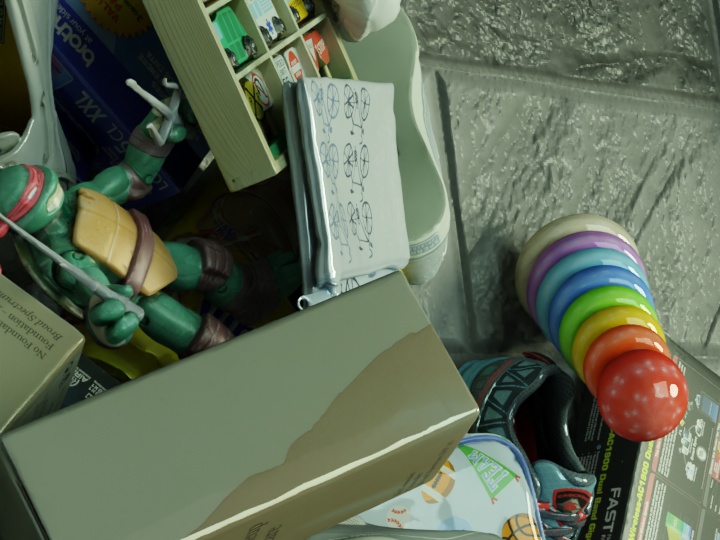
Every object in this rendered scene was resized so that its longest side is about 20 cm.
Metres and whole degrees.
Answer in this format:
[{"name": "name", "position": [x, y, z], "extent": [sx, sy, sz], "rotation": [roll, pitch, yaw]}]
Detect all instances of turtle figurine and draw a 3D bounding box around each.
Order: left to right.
[{"name": "turtle figurine", "position": [-0.108, -0.012, 0.986], "extent": [0.200, 0.100, 0.150], "rotation": [36, 51, -38]}]

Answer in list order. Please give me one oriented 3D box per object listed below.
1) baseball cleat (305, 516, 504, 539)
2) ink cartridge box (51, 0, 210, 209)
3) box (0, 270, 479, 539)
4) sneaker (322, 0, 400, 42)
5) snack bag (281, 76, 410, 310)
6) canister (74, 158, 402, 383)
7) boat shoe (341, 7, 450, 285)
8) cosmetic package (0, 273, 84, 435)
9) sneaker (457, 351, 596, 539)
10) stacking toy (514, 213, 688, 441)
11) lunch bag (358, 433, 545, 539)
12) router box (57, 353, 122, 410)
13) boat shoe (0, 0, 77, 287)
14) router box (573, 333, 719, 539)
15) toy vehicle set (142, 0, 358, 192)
[{"name": "baseball cleat", "position": [0.011, 0.149, 1.071], "extent": [0.070, 0.106, 0.200], "rotation": [-63, 151, 1]}, {"name": "ink cartridge box", "position": [-0.130, -0.125, 1.127], "extent": [0.137, 0.076, 0.200], "rotation": [49, 51, -23]}, {"name": "box", "position": [-0.058, 0.083, 0.907], "extent": [0.199, 0.095, 0.078], "rotation": [-23, 72, -22]}, {"name": "sneaker", "position": [0.016, -0.197, 1.207], "extent": [0.200, 0.099, 0.078], "rotation": [-97, 165, -66]}, {"name": "snack bag", "position": [0.000, 0.000, 1.075], "extent": [0.189, 0.021, 0.201], "rotation": [-12, 97, -76]}, {"name": "canister", "position": [-0.069, 0.036, 1.131], "extent": [0.149, 0.086, 0.200], "rotation": [52, 47, -20]}, {"name": "boat shoe", "position": [0.011, -0.080, 1.253], "extent": [0.072, 0.070, 0.202], "rotation": [84, -6, -57]}, {"name": "cosmetic package", "position": [-0.218, 0.081, 0.875], "extent": [0.103, 0.073, 0.200], "rotation": [34, 53, 3]}, {"name": "sneaker", "position": [0.097, 0.147, 1.251], "extent": [0.079, 0.095, 0.201], "rotation": [7, 73, -42]}, {"name": "stacking toy", "position": [0.157, 0.040, 1.276], "extent": [0.085, 0.085, 0.200], "rotation": [46, 10, -25]}, {"name": "lunch bag", "position": [0.031, 0.191, 1.172], "extent": [0.159, 0.076, 0.201], "rotation": [-11, 84, -20]}, {"name": "router box", "position": [-0.175, 0.102, 0.963], "extent": [0.200, 0.062, 0.150], "rotation": [37, 53, 4]}, {"name": "boat shoe", "position": [-0.179, -0.068, 0.999], "extent": [0.086, 0.074, 0.203], "rotation": [-69, 169, -58]}, {"name": "router box", "position": [0.204, 0.164, 1.362], "extent": [0.150, 0.062, 0.201], "rotation": [36, 57, -33]}, {"name": "toy vehicle set", "position": [-0.055, -0.124, 1.066], "extent": [0.125, 0.026, 0.200], "rotation": [65, 18, -10]}]
